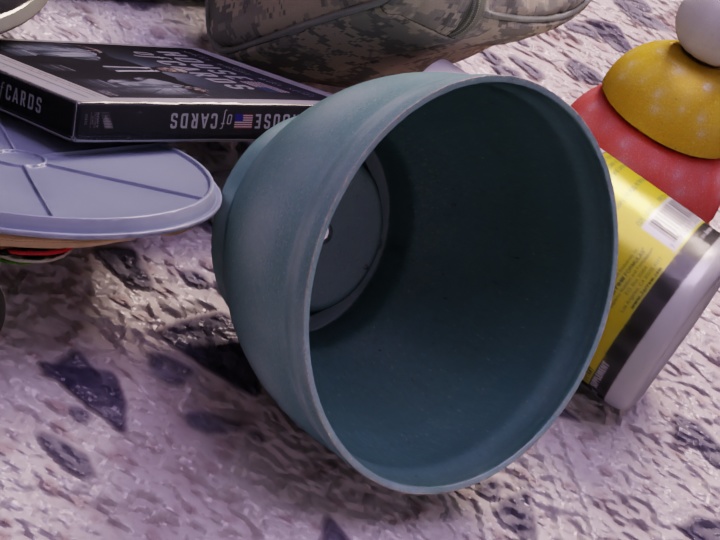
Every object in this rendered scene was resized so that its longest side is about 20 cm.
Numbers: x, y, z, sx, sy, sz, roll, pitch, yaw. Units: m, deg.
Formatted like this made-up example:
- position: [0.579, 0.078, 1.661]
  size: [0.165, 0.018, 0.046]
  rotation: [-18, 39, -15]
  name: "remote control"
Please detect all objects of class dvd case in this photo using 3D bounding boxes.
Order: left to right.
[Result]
- position: [-0.117, -0.097, 1.217]
  size: [0.199, 0.025, 0.150]
  rotation: [-4, 19, -44]
  name: "dvd case"

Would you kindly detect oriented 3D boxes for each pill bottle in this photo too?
- position: [0.100, -0.023, 1.267]
  size: [0.199, 0.115, 0.114]
  rotation: [36, 29, 11]
  name: "pill bottle"

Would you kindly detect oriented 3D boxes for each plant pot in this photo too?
- position: [0.010, -0.007, 1.109]
  size: [0.199, 0.202, 0.134]
  rotation: [2, 12, -41]
  name: "plant pot"

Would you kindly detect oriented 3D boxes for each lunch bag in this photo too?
- position: [0.025, -0.182, 1.346]
  size: [0.167, 0.199, 0.141]
  rotation: [16, 72, -39]
  name: "lunch bag"

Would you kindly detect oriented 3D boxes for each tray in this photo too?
- position: [0.000, 0.000, 1.234]
  size: [0.200, 0.022, 0.107]
  rotation: [43, 32, 21]
  name: "tray"

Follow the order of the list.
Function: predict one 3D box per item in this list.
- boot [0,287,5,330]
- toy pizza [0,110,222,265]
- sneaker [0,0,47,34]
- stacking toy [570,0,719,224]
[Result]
- position: [-0.265, -0.006, 0.946]
  size: [0.181, 0.073, 0.200]
  rotation: [-25, 51, -34]
  name: "boot"
- position: [-0.166, -0.040, 1.092]
  size: [0.198, 0.032, 0.200]
  rotation: [9, 17, -3]
  name: "toy pizza"
- position: [-0.234, -0.170, 1.164]
  size: [0.074, 0.107, 0.200]
  rotation: [9, 23, 32]
  name: "sneaker"
- position: [0.181, -0.084, 1.347]
  size: [0.145, 0.201, 0.147]
  rotation: [22, 30, -14]
  name: "stacking toy"
